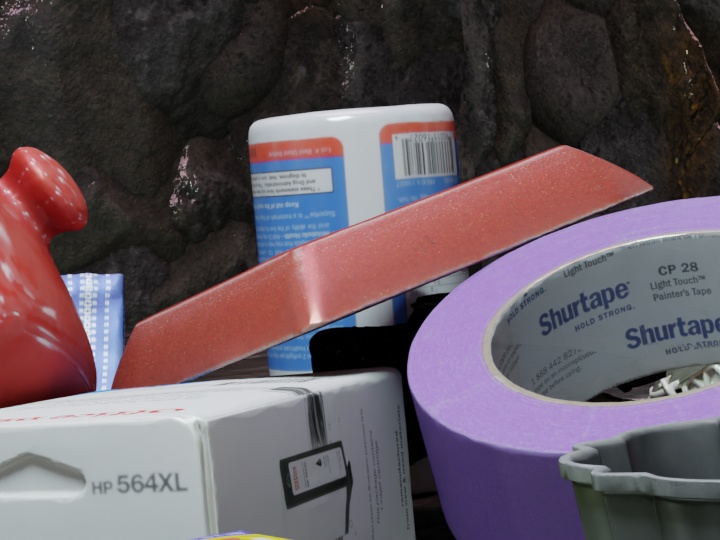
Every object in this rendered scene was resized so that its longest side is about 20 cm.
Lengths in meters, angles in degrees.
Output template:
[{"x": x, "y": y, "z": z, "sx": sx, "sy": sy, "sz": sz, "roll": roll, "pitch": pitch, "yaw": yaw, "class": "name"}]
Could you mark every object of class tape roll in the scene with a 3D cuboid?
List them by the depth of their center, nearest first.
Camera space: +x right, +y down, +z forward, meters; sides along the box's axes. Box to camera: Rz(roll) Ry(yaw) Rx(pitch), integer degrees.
[{"x": 0.121, "y": 0.044, "z": 0.947, "sx": 0.199, "sy": 0.066, "sz": 0.200, "roll": -13, "pitch": 24, "yaw": 6, "class": "tape roll"}]

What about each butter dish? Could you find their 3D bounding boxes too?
[{"x": -0.183, "y": 0.007, "z": 1.053, "sx": 0.148, "sy": 0.199, "sz": 0.200, "roll": -43, "pitch": -21, "yaw": -5, "class": "butter dish"}]

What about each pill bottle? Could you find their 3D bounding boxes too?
[{"x": 0.003, "y": 0.016, "z": 1.278, "sx": 0.112, "sy": 0.201, "sz": 0.112, "roll": -4, "pitch": 2, "yaw": 0, "class": "pill bottle"}]

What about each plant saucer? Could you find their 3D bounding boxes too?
[{"x": 0.000, "y": 0.000, "z": 1.094, "sx": 0.199, "sy": 0.037, "sz": 0.200, "roll": -22, "pitch": 0, "yaw": -34, "class": "plant saucer"}]

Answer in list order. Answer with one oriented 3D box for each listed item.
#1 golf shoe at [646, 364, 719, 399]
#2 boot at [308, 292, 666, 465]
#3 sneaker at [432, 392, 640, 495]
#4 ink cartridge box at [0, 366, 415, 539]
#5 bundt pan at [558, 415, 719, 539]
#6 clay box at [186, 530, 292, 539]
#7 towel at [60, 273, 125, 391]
[{"x": 0.198, "y": 0.056, "z": 1.211, "sx": 0.088, "sy": 0.077, "sz": 0.200, "roll": -28, "pitch": -14, "yaw": -22, "class": "golf shoe"}, {"x": 0.051, "y": 0.043, "z": 1.176, "sx": 0.157, "sy": 0.080, "sz": 0.211, "roll": -21, "pitch": 0, "yaw": -4, "class": "boot"}, {"x": 0.130, "y": 0.089, "z": 1.042, "sx": 0.199, "sy": 0.071, "sz": 0.075, "roll": -4, "pitch": -20, "yaw": 28, "class": "sneaker"}, {"x": -0.081, "y": 0.090, "z": 0.946, "sx": 0.145, "sy": 0.085, "sz": 0.200, "roll": -5, "pitch": 1, "yaw": 22, "class": "ink cartridge box"}, {"x": 0.157, "y": 0.081, "z": 0.669, "sx": 0.201, "sy": 0.076, "sz": 0.202, "roll": -6, "pitch": 1, "yaw": 0, "class": "bundt pan"}, {"x": -0.034, "y": 0.111, "z": 0.701, "sx": 0.114, "sy": 0.048, "sz": 0.200, "roll": -6, "pitch": 1, "yaw": -31, "class": "clay box"}, {"x": -0.217, "y": 0.061, "z": 1.202, "sx": 0.199, "sy": 0.146, "sz": 0.024, "roll": 2, "pitch": -27, "yaw": -6, "class": "towel"}]
